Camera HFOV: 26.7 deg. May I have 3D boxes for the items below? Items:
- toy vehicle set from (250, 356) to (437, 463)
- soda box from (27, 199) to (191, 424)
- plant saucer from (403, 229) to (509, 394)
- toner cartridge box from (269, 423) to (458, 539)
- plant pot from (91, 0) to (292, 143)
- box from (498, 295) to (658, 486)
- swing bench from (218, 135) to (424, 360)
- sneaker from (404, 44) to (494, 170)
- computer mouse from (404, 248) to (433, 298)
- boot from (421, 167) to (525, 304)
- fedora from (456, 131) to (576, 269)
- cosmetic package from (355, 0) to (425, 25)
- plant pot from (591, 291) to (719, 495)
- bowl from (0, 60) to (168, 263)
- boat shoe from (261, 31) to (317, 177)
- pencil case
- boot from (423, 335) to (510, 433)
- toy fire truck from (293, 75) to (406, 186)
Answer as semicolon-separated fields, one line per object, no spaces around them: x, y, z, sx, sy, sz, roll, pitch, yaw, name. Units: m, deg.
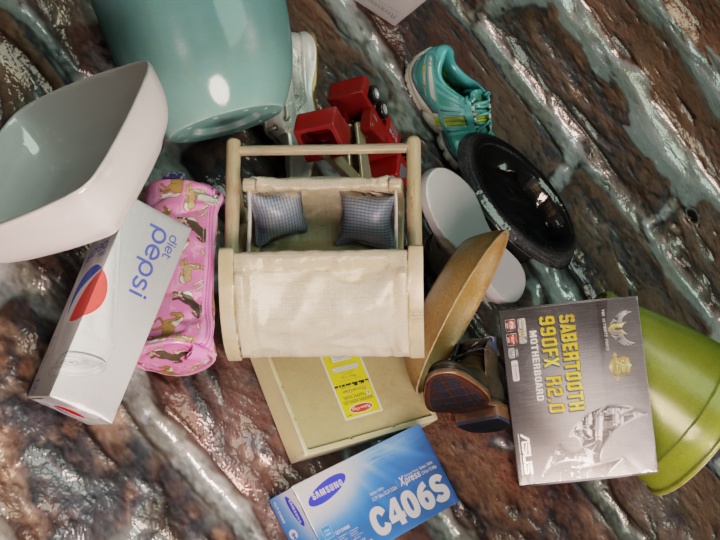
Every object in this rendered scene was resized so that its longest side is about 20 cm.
-0.015;0.123;1.602;0.200;0.026;0.124;-9;72;-44;toy vehicle set
-0.229;0.037;1.388;0.068;0.063;0.200;29;72;-26;soda box
0.095;0.037;1.616;0.035;0.200;0.200;29;43;11;plant saucer
0.007;0.234;1.544;0.200;0.043;0.095;-21;79;-46;toner cartridge box
-0.161;-0.225;1.567;0.200;0.200;0.161;-12;84;-45;plant pot
0.244;0.136;1.705;0.048;0.158;0.201;39;46;-82;box
-0.036;-0.020;1.518;0.198;0.130;0.200;-1;54;2;swing bench
0.131;-0.188;1.878;0.200;0.080;0.077;55;43;-3;sneaker
0.000;0.000;1.676;0.200;0.044;0.110;15;47;-35;computer mouse
0.101;-0.034;1.728;0.200;0.095;0.074;54;57;-28;boot
0.164;-0.066;1.815;0.200;0.092;0.201;33;36;-28;fedora
0.032;-0.435;1.848;0.199;0.200;0.123;28;52;-26;cosmetic package
0.331;0.131;1.804;0.193;0.200;0.200;35;46;-4;plant pot
-0.269;-0.088;1.393;0.075;0.200;0.200;54;37;-33;bowl
-0.085;-0.173;1.695;0.069;0.071;0.200;2;70;-12;boat shoe
-0.178;0.005;1.481;0.083;0.087;0.200;8;61;-14;pencil case
0.110;0.107;1.648;0.200;0.075;0.097;48;35;-62;boot
-0.003;-0.137;1.691;0.200;0.049;0.141;57;32;-43;toy fire truck
